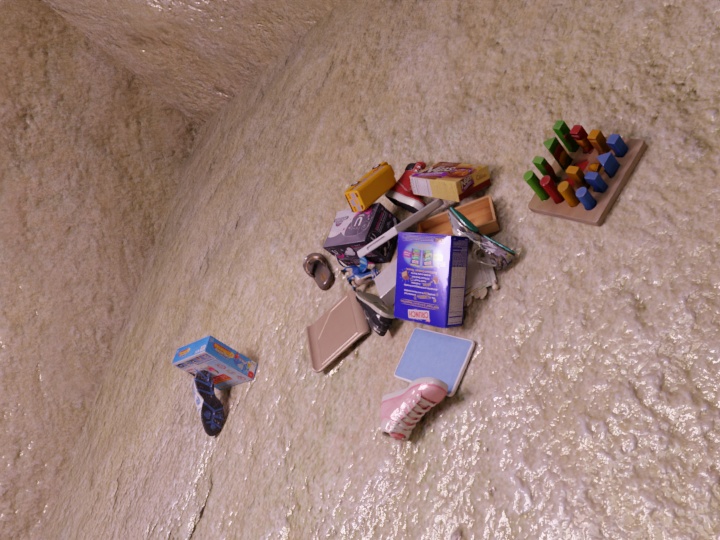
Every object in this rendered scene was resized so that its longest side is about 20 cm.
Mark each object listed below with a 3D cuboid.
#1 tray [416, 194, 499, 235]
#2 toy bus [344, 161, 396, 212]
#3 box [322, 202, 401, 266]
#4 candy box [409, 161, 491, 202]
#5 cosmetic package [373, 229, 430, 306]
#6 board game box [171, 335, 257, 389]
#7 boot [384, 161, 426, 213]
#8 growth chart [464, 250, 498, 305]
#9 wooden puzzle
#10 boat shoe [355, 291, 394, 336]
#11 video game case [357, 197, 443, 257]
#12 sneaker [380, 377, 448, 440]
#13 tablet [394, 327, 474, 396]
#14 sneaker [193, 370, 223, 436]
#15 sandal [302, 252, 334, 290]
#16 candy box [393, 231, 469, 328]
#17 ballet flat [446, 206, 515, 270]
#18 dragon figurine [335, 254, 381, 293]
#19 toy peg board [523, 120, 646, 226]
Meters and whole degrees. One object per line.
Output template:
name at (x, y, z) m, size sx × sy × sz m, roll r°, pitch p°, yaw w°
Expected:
tray at (0.236, -0.108, 1.485) m, size 0.195 × 0.037 × 0.100 m, roll -19°, pitch 40°, yaw 18°
toy bus at (0.036, -0.243, 1.735) m, size 0.077 × 0.066 × 0.200 m, roll -7°, pitch 28°, yaw 48°
box at (0.005, -0.103, 1.756) m, size 0.197 × 0.114 × 0.135 m, roll -4°, pitch 57°, yaw 50°
candy box at (0.232, -0.237, 1.593) m, size 0.115 × 0.058 × 0.199 m, roll -28°, pitch 26°, yaw -23°
cosmetic package at (0.127, -0.005, 1.569) m, size 0.199 × 0.050 × 0.083 m, roll -42°, pitch 37°, yaw 18°
board game box at (-0.462, 0.297, 1.924) m, size 0.197 × 0.195 × 0.057 m, roll -21°, pitch 43°, yaw 39°
boot at (0.157, -0.243, 1.731) m, size 0.145 × 0.072 × 0.200 m, roll -52°, pitch 29°, yaw 1°
growth chart at (0.235, 0.032, 1.430) m, size 0.198 × 0.018 × 0.148 m, roll -29°, pitch 41°, yaw 34°
wooden puzzle at (-0.063, 0.167, 1.681) m, size 0.199 × 0.037 × 0.187 m, roll -39°, pitch 35°, yaw 16°
boat shoe at (0.028, 0.106, 1.586) m, size 0.200 × 0.070 × 0.069 m, roll -137°, pitch 59°, yaw -62°
video game case at (0.104, -0.112, 1.588) m, size 0.198 × 0.023 × 0.181 m, roll -33°, pitch 1°, yaw -37°
sneaker at (0.110, 0.303, 1.290) m, size 0.199 × 0.074 × 0.107 m, roll -34°, pitch 34°, yaw 45°
tablet at (0.164, 0.202, 1.373) m, size 0.198 × 0.014 × 0.132 m, roll 8°, pitch 67°, yaw 53°
sneaker at (-0.480, 0.417, 1.908) m, size 0.077 × 0.074 × 0.206 m, roll -31°, pitch 70°, yaw 60°
sandal at (-0.142, -0.005, 1.911) m, size 0.082 × 0.054 × 0.201 m, roll -48°, pitch 33°, yaw 9°
candy box at (0.160, 0.019, 1.398) m, size 0.167 × 0.076 × 0.206 m, roll 8°, pitch 96°, yaw 48°
ballet flat at (0.259, -0.067, 1.385) m, size 0.199 × 0.072 × 0.073 m, roll 41°, pitch 93°, yaw 27°
dragon figurine at (0.000, 0.000, 1.709) m, size 0.098 × 0.059 × 0.200 m, roll -34°, pitch 35°, yaw -3°
toy peg board at (0.459, -0.221, 1.295) m, size 0.203 × 0.097 × 0.198 m, roll -58°, pitch 33°, yaw -4°
